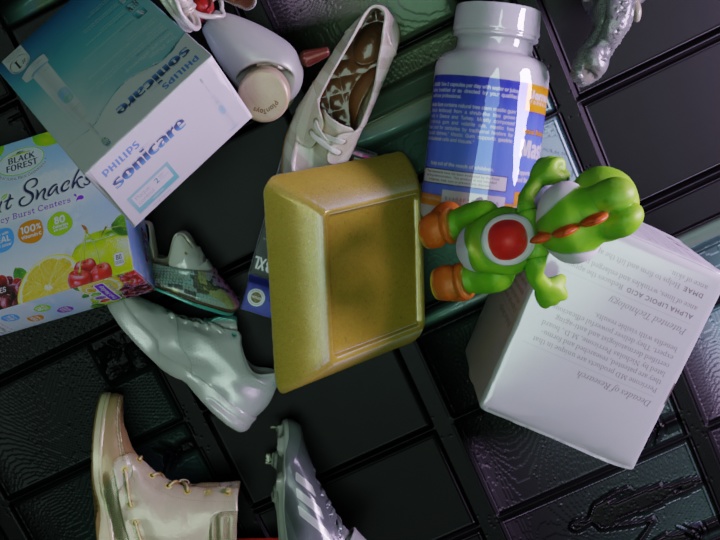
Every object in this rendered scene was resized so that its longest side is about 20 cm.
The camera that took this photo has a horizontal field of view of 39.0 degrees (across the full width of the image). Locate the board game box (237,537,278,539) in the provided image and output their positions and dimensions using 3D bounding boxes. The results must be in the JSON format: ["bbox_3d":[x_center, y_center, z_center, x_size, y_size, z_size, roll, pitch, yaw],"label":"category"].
[{"bbox_3d":[-0.119,0.361,1.075,0.195,0.153,0.047,-1,134,1],"label":"board game box"}]

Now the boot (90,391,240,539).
[{"bbox_3d":[-0.205,0.225,1.079,0.152,0.073,0.205,-6,82,-6],"label":"boot"}]

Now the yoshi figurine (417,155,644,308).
[{"bbox_3d":[0.153,-0.035,0.859,0.197,0.114,0.112,-15,135,38],"label":"yoshi figurine"}]

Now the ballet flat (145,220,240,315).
[{"bbox_3d":[-0.212,-0.012,1.035,0.196,0.069,0.073,15,95,1],"label":"ballet flat"}]

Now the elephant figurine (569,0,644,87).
[{"bbox_3d":[0.243,-0.294,0.930,0.142,0.154,0.202,48,132,24],"label":"elephant figurine"}]

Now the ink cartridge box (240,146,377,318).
[{"bbox_3d":[-0.055,-0.037,1.040,0.093,0.037,0.204,17,105,-3],"label":"ink cartridge box"}]

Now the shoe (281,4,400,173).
[{"bbox_3d":[-0.021,-0.163,0.975,0.069,0.053,0.203,26,89,-1],"label":"shoe"}]

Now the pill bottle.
[{"bbox_3d":[0.120,-0.145,0.964,0.110,0.112,0.205,6,96,0],"label":"pill bottle"}]

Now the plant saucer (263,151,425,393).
[{"bbox_3d":[0.000,0.000,0.971,0.048,0.198,0.204,9,108,41],"label":"plant saucer"}]

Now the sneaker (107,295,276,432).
[{"bbox_3d":[-0.169,0.072,1.057,0.199,0.075,0.089,42,89,-14],"label":"sneaker"}]

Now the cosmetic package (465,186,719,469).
[{"bbox_3d":[0.216,0.046,0.985,0.162,0.165,0.203,21,104,-4],"label":"cosmetic package"}]

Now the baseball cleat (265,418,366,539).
[{"bbox_3d":[-0.045,0.258,1.071,0.104,0.070,0.204,0,75,-12],"label":"baseball cleat"}]

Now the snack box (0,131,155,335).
[{"bbox_3d":[-0.312,-0.041,0.989,0.196,0.068,0.172,-15,70,4],"label":"snack box"}]

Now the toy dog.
[{"bbox_3d":[-0.103,-0.234,0.951,0.095,0.133,0.201,-32,127,8],"label":"toy dog"}]

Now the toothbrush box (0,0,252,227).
[{"bbox_3d":[-0.214,-0.161,0.913,0.146,0.200,0.086,-44,143,-6],"label":"toothbrush box"}]
